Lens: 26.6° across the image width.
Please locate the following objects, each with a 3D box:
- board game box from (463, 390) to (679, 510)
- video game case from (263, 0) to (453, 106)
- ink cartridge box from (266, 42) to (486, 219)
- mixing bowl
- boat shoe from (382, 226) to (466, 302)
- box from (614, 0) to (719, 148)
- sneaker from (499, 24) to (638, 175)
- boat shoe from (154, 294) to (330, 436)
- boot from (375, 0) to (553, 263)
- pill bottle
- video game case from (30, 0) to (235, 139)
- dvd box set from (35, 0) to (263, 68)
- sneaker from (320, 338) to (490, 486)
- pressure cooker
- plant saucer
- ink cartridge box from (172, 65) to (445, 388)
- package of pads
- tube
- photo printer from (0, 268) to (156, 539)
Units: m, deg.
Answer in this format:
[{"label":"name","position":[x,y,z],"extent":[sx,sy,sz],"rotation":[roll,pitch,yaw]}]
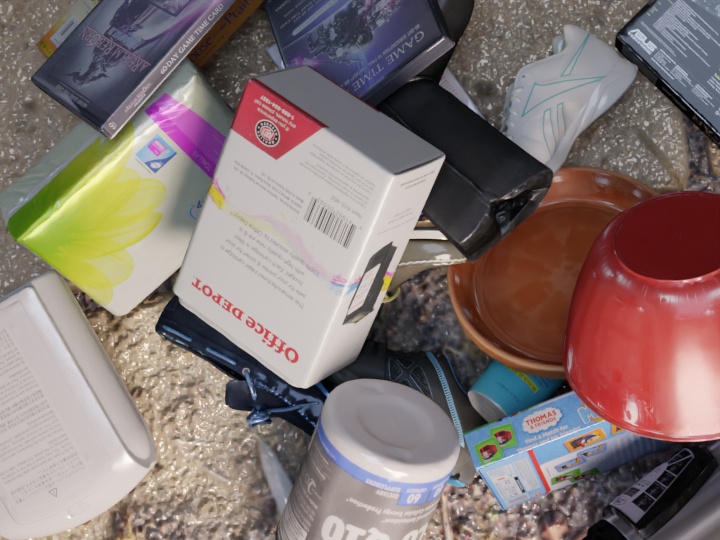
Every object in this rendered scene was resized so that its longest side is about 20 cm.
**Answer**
[{"label":"board game box","position":[0.191,0.127,1.211],"extent":[0.199,0.151,0.037],"rotation":[-21,66,5]},{"label":"video game case","position":[-0.011,-0.219,1.247],"extent":[0.143,0.019,0.201],"rotation":[-35,56,24]},{"label":"ink cartridge box","position":[0.024,-0.143,1.306],"extent":[0.119,0.042,0.201],"rotation":[-36,80,3]},{"label":"mixing bowl","position":[0.237,0.015,1.108],"extent":[0.199,0.109,0.201],"rotation":[-11,41,10]},{"label":"boat shoe","position":[0.001,0.000,1.266],"extent":[0.200,0.072,0.061],"rotation":[-7,83,27]},{"label":"box","position":[0.337,-0.180,1.267],"extent":[0.200,0.044,0.160],"rotation":[45,92,8]},{"label":"sneaker","position":[0.143,-0.119,1.255],"extent":[0.080,0.070,0.201],"rotation":[41,70,-4]},{"label":"boat shoe","position":[-0.090,0.094,1.290],"extent":[0.200,0.084,0.069],"rotation":[39,72,21]},{"label":"boot","position":[0.081,-0.126,1.204],"extent":[0.165,0.066,0.200],"rotation":[-51,50,11]},{"label":"pill bottle","position":[-0.004,0.197,1.216],"extent":[0.113,0.114,0.201],"rotation":[25,120,8]},{"label":"video game case","position":[-0.171,-0.206,1.243],"extent":[0.200,0.019,0.143],"rotation":[-49,41,-7]},{"label":"dvd box set","position":[-0.173,-0.222,1.309],"extent":[0.200,0.029,0.146],"rotation":[-46,54,2]},{"label":"sneaker","position":[0.030,0.094,1.283],"extent":[0.200,0.073,0.082],"rotation":[38,76,2]},{"label":"pressure cooker","position":[0.260,0.245,1.170],"extent":[0.199,0.176,0.179],"rotation":[-34,43,-6]},{"label":"plant saucer","position":[0.171,0.002,1.243],"extent":[0.199,0.032,0.201],"rotation":[-6,54,9]},{"label":"ink cartridge box","position":[-0.044,-0.034,1.185],"extent":[0.145,0.083,0.201],"rotation":[35,120,20]},{"label":"package of pads","position":[-0.181,-0.069,1.272],"extent":[0.200,0.155,0.068],"rotation":[-41,51,2]},{"label":"tube","position":[0.170,0.047,1.261],"extent":[0.077,0.050,0.200],"rotation":[42,72,2]},{"label":"photo printer","position":[-0.276,0.122,1.289],"extent":[0.166,0.069,0.201],"rotation":[-29,94,18]}]
